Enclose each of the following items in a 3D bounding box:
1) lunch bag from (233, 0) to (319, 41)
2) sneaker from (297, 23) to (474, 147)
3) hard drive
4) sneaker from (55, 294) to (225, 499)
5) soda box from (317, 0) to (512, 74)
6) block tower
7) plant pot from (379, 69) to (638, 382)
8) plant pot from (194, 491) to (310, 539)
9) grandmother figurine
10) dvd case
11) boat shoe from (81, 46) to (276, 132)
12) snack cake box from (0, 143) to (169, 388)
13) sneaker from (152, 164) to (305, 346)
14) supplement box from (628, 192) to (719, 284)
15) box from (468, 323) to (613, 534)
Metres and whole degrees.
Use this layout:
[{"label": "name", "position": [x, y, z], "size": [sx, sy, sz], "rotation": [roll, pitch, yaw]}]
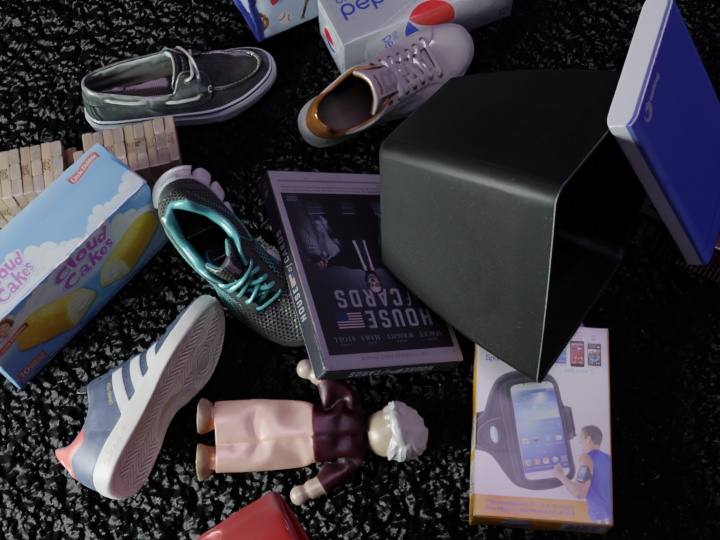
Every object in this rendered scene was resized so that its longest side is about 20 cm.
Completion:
[{"label": "lunch bag", "position": [-0.081, -0.367, 1.121], "size": [0.169, 0.124, 0.200], "rotation": [-22, 53, -10]}, {"label": "sneaker", "position": [0.035, -0.181, 1.042], "size": [0.199, 0.085, 0.073], "rotation": [-33, 95, -9]}, {"label": "hard drive", "position": [0.269, -0.114, 0.897], "size": [0.025, 0.200, 0.133], "rotation": [3, 60, 38]}, {"label": "sneaker", "position": [-0.195, 0.098, 0.935], "size": [0.084, 0.075, 0.200], "rotation": [14, 56, 27]}, {"label": "soda box", "position": [0.059, -0.274, 1.103], "size": [0.199, 0.064, 0.069], "rotation": [-22, 67, -9]}, {"label": "block tower", "position": [-0.271, -0.094, 1.030], "size": [0.199, 0.058, 0.054], "rotation": [-13, 66, -3]}, {"label": "plant pot", "position": [0.125, -0.063, 0.923], "size": [0.177, 0.200, 0.200], "rotation": [22, 46, 26]}, {"label": "plant pot", "position": [-0.090, 0.291, 0.773], "size": [0.182, 0.201, 0.201], "rotation": [-27, 68, -9]}, {"label": "grandmother figurine", "position": [-0.040, 0.139, 0.923], "size": [0.199, 0.061, 0.122], "rotation": [1, 93, -2]}, {"label": "dvd case", "position": [0.000, 0.000, 0.963], "size": [0.150, 0.025, 0.201], "rotation": [-1, 61, -34]}, {"label": "boat shoe", "position": [-0.180, -0.186, 1.062], "size": [0.199, 0.071, 0.072], "rotation": [-19, 66, -9]}, {"label": "snack cake box", "position": [-0.272, -0.004, 0.955], "size": [0.067, 0.115, 0.200], "rotation": [37, 71, 17]}, {"label": "sneaker", "position": [-0.111, -0.001, 0.932], "size": [0.078, 0.091, 0.200], "rotation": [-43, 103, 7]}, {"label": "supplement box", "position": [0.364, -0.040, 0.995], "size": [0.199, 0.061, 0.109], "rotation": [25, 68, 13]}, {"label": "box", "position": [0.158, 0.124, 0.933], "size": [0.118, 0.042, 0.201], "rotation": [3, 68, 2]}]
